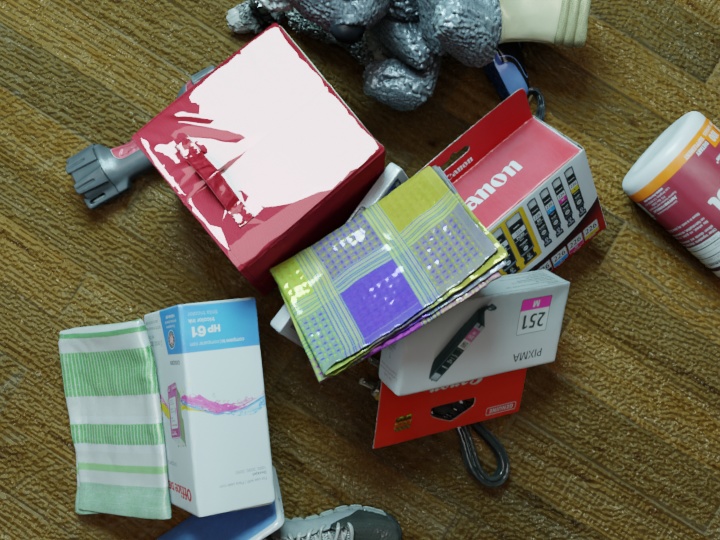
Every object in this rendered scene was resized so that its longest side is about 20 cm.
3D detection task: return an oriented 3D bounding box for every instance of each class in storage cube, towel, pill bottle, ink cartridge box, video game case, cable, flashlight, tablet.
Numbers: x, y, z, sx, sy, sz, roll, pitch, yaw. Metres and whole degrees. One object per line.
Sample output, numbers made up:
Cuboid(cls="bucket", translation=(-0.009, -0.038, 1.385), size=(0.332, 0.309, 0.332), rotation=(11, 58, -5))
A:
Cuboid(cls="storage cube", translation=(-0.092, -0.103, 0.818), size=(0.179, 0.200, 0.171), rotation=(-40, 82, -6))
Cuboid(cls="towel", translation=(-0.264, 0.158, 0.846), size=(0.151, 0.023, 0.203), rotation=(-9, 86, 36))
Cuboid(cls="pill bottle", translation=(0.391, -0.065, 0.859), size=(0.200, 0.113, 0.113), rotation=(42, 87, 2))
Cuboid(cls="ink cartridge box", translation=(0.110, 0.096, 0.804), size=(0.198, 0.043, 0.176), rotation=(-8, 115, -29))
Cuboid(cls="video game case", translation=(0.000, 0.000, 0.842), size=(0.018, 0.143, 0.201), rotation=(35, 86, 29))
Cuboid(cls="towel", translation=(0.021, -0.004, 0.730), size=(0.199, 0.023, 0.144), rotation=(-32, 54, 4))
Cuboid(cls="cable", translation=(0.096, 0.149, 0.890), size=(0.200, 0.050, 0.097), rotation=(43, 69, -9))
Cuboid(cls="ink cartridge box", translation=(-0.158, 0.137, 0.818), size=(0.084, 0.144, 0.203), rotation=(-5, 86, -29))
Cuboid(cls="flashlight", translation=(-0.231, -0.151, 0.888), size=(0.198, 0.068, 0.068), rotation=(-28, 128, 1))
Cuboid(cls="ink cartridge box", translation=(0.138, -0.053, 0.821), size=(0.200, 0.176, 0.084), rotation=(-40, 47, -3))
Cuboid(cls="tablet", translation=(-0.167, 0.285, 0.826), size=(0.199, 0.130, 0.014), rotation=(-34, 106, -2))

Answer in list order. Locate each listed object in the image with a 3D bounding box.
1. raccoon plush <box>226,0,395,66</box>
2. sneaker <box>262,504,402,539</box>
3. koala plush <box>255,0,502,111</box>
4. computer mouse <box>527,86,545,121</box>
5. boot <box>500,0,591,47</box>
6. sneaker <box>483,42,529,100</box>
Cuboid(cls="raccoon plush", translation=(-0.038, -0.262, 0.905), size=(0.198, 0.097, 0.136), rotation=(-14, 101, 28))
Cuboid(cls="sneaker", translation=(-0.053, 0.295, 0.829), size=(0.197, 0.116, 0.076), rotation=(-4, 86, 0))
Cuboid(cls="koala plush", translation=(0.006, -0.272, 0.752), size=(0.198, 0.177, 0.186), rotation=(4, 78, -27))
Cuboid(cls="computer mouse", translation=(0.151, -0.122, 0.907), size=(0.058, 0.034, 0.201), rotation=(32, 81, 23))
Cuboid(cls="boot", translation=(0.167, -0.329, 0.833), size=(0.153, 0.073, 0.203), rotation=(2, 82, 6))
Cuboid(cls="sneaker", translation=(0.157, -0.289, 0.895), size=(0.077, 0.070, 0.202), rotation=(-23, 86, 4))
